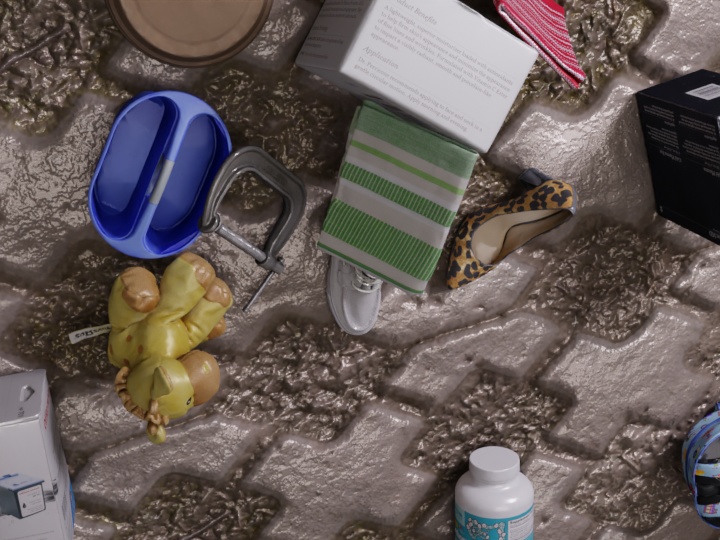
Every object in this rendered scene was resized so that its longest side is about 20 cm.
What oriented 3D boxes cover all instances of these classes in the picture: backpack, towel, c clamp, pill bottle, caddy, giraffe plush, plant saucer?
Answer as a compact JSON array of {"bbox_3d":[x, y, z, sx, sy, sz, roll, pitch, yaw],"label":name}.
[{"bbox_3d":[0.557,0.276,1.596,0.200,0.135,0.183,-16,112,-10],"label":"backpack"},{"bbox_3d":[0.037,-0.079,1.260,0.152,0.023,0.200,27,121,15],"label":"towel"},{"bbox_3d":[-0.131,-0.053,1.312,0.171,0.027,0.200,-54,145,-8],"label":"c clamp"},{"bbox_3d":[0.187,0.352,1.536,0.111,0.111,0.200,-7,109,-13],"label":"pill bottle"},{"bbox_3d":[-0.233,-0.113,1.267,0.141,0.105,0.200,20,102,-19],"label":"caddy"},{"bbox_3d":[0.201,-0.304,1.279,0.145,0.200,0.022,39,118,-23],"label":"towel"},{"bbox_3d":[-0.230,0.102,1.282,0.200,0.162,0.173,-27,143,0],"label":"giraffe plush"},{"bbox_3d":[-0.193,-0.331,1.248,0.200,0.029,0.200,-5,108,-14],"label":"plant saucer"}]

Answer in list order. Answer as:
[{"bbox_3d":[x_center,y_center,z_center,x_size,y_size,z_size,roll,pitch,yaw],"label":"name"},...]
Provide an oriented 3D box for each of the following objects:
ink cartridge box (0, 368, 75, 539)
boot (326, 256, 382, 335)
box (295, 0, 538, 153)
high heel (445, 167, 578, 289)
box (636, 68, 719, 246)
[{"bbox_3d":[-0.404,0.241,1.319,0.086,0.146,0.200,-11,110,-9],"label":"ink cartridge box"},{"bbox_3d":[0.000,0.000,1.374,0.073,0.096,0.200,-7,110,-12],"label":"boot"},{"bbox_3d":[0.058,-0.243,1.245,0.199,0.200,0.131,26,94,-21],"label":"box"},{"bbox_3d":[0.188,-0.040,1.385,0.071,0.143,0.200,37,96,-23],"label":"high heel"},{"bbox_3d":[0.458,-0.143,1.393,0.104,0.200,0.182,-19,113,-9],"label":"box"}]
